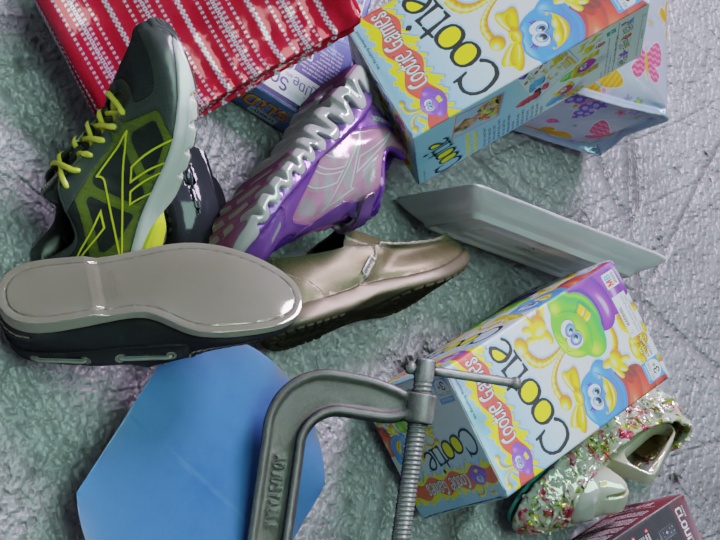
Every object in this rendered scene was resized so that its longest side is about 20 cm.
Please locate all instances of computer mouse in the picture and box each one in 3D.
[{"bbox_3d":[-0.128,-0.095,1.349,0.058,0.034,0.202,-12,94,-28],"label":"computer mouse"}]

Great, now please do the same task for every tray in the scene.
[{"bbox_3d":[0.133,-0.024,1.500,0.199,0.107,0.022,19,75,-31],"label":"tray"}]

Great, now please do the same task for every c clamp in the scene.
[{"bbox_3d":[0.009,0.151,1.312,0.169,0.027,0.202,15,85,-8],"label":"c clamp"}]

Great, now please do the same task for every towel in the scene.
[{"bbox_3d":[-0.111,-0.184,1.315,0.199,0.022,0.145,-30,106,-9],"label":"towel"}]

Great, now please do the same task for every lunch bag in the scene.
[{"bbox_3d":[0.148,-0.204,1.554,0.198,0.127,0.171,14,68,-26],"label":"lunch bag"}]

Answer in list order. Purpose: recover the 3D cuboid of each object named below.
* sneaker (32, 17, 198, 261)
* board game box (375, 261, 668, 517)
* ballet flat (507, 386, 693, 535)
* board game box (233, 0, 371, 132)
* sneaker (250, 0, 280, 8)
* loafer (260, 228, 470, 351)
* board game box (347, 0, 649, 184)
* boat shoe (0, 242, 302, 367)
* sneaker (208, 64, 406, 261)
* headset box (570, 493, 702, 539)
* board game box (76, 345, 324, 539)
[{"bbox_3d":[-0.164,-0.069,1.266,0.084,0.074,0.202,4,110,-26],"label":"sneaker"},{"bbox_3d":[0.119,0.088,1.447,0.199,0.105,0.104,-30,94,-39],"label":"board game box"},{"bbox_3d":[0.197,0.153,1.511,0.064,0.076,0.200,33,48,25],"label":"ballet flat"},{"bbox_3d":[-0.091,-0.200,1.427,0.199,0.034,0.136,31,61,-26],"label":"board game box"},{"bbox_3d":[-0.137,-0.232,1.348,0.200,0.076,0.088,47,72,-12],"label":"sneaker"},{"bbox_3d":[0.000,0.000,1.410,0.199,0.076,0.068,-18,79,-42],"label":"loafer"},{"bbox_3d":[0.101,-0.170,1.427,0.199,0.105,0.103,-30,74,-5],"label":"board game box"},{"bbox_3d":[-0.139,0.029,1.267,0.198,0.063,0.073,-1,52,-10],"label":"boat shoe"},{"bbox_3d":[-0.029,-0.056,1.356,0.089,0.080,0.201,47,52,-15],"label":"sneaker"},{"bbox_3d":[0.207,0.275,1.486,0.199,0.075,0.150,-25,93,-38],"label":"headset box"},{"bbox_3d":[-0.113,0.147,1.311,0.158,0.039,0.201,45,60,-24],"label":"board game box"}]
